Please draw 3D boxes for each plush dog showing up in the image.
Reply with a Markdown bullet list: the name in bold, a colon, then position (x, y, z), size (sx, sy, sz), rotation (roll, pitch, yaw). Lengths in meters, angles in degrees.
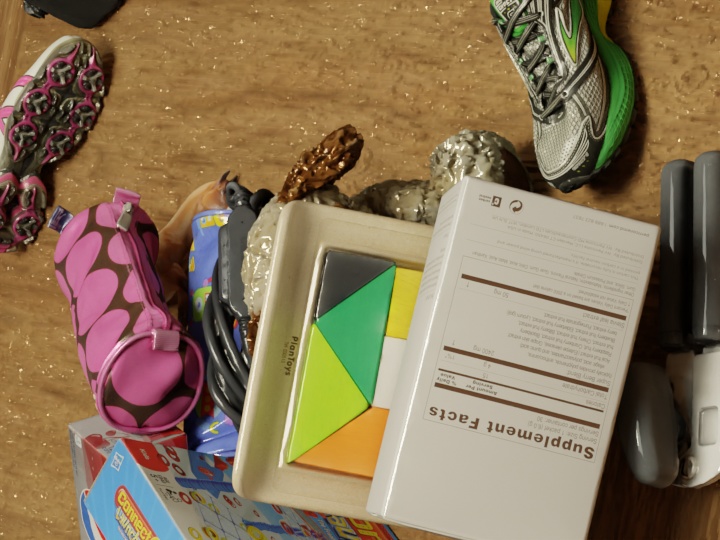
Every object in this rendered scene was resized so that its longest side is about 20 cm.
- **plush dog**: position (0.000, 0.000, 1.592), size (0.160, 0.172, 0.200), rotation (1, 81, 52)

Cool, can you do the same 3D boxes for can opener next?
- **can opener**: position (0.185, 0.027, 1.436), size (0.053, 0.067, 0.200), rotation (-14, 69, 48)

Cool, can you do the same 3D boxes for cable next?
- **cable**: position (-0.054, 0.045, 1.667), size (0.051, 0.163, 0.200), rotation (-11, 71, 18)

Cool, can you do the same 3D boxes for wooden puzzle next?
- **wooden puzzle**: position (0.033, 0.064, 1.516), size (0.037, 0.200, 0.185), rotation (167, 114, -80)

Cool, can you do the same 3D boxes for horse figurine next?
- **horse figurine**: position (-0.158, 0.025, 1.885), size (0.200, 0.050, 0.133), rotation (-41, 46, 40)

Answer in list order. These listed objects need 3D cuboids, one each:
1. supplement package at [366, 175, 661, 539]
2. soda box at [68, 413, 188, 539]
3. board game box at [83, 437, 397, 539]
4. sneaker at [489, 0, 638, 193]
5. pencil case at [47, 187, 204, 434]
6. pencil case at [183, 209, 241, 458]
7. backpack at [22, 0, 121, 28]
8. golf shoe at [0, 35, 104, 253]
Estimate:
- **supplement package**: position (0.086, 0.060, 1.446), size (0.121, 0.120, 0.200), rotation (144, 140, -84)
- **soda box**: position (-0.155, 0.199, 1.754), size (0.070, 0.063, 0.200), rotation (32, 132, 52)
- **board game box**: position (-0.048, 0.198, 1.576), size (0.056, 0.196, 0.200), rotation (-61, 41, 19)
- **sneaker**: position (0.115, -0.141, 1.562), size (0.078, 0.085, 0.200), rotation (-31, 57, 43)
- **pencil case**: position (-0.163, 0.027, 1.753), size (0.094, 0.091, 0.200), rotation (-58, 31, 20)
- **pencil case**: position (-0.083, 0.054, 1.759), size (0.087, 0.078, 0.200), rotation (-20, 64, 50)
- **backpack**: position (-0.254, -0.328, 2.046), size (0.154, 0.163, 0.200), rotation (-37, 45, 29)
- **golf shoe**: position (-0.281, -0.118, 2.067), size (0.200, 0.073, 0.092), rotation (-59, 39, 22)
